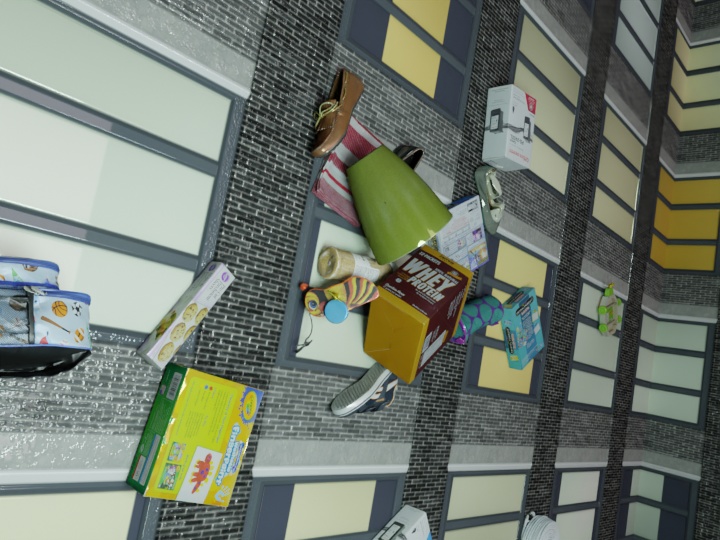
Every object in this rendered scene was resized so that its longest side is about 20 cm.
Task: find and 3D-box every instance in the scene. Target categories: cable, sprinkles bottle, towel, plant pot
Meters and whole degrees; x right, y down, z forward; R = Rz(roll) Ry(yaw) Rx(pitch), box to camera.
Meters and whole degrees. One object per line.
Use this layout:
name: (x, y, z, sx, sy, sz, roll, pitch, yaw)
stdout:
cable: (0.584, 0.903, 1.952, 0.199, 0.068, 0.203, 35, 68, -42)
sprinkles bottle: (0.000, 0.000, 1.282, 0.198, 0.067, 0.070, 13, 83, -46)
towel: (-0.017, -0.215, 1.277, 0.143, 0.023, 0.203, 34, 69, -39)
plant pot: (0.060, -0.147, 1.239, 0.187, 0.186, 0.202, -41, 102, -36)

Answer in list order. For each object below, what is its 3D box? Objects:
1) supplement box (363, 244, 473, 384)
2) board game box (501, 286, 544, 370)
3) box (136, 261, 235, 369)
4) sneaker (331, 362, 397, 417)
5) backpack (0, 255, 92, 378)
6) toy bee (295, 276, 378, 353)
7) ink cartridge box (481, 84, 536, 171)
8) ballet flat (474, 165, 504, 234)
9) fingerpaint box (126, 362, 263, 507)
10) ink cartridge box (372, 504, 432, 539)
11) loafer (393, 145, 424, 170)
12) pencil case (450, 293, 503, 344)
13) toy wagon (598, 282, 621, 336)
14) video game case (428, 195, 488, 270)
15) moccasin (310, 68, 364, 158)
supplement box: (0.125, 0.093, 1.317, 0.199, 0.132, 0.200, -39, 149, -38)
board game box: (0.490, 0.173, 1.822, 0.150, 0.046, 0.204, -31, 114, -41)
box: (-0.289, 0.071, 1.004, 0.201, 0.038, 0.042, -55, 129, -28)
sneaker: (0.020, 0.277, 1.314, 0.199, 0.078, 0.081, -33, 110, -42)
backpack: (-0.442, 0.068, 0.755, 0.189, 0.197, 0.157, 19, 66, -48)
toy bee: (-0.067, 0.059, 1.187, 0.198, 0.131, 0.110, -33, 88, -21)
ink cartridge box: (0.417, -0.394, 1.683, 0.144, 0.082, 0.204, 8, 86, -46)
ballet flat: (0.363, -0.190, 1.653, 0.067, 0.063, 0.203, -37, 119, -38)
fingerpaint box: (-0.273, 0.276, 1.010, 0.166, 0.073, 0.204, 28, 73, -43)
ink cartridge box: (0.083, 0.668, 1.412, 0.199, 0.067, 0.118, -30, 113, -41)
loafer: (0.079, -0.209, 1.354, 0.072, 0.062, 0.202, 48, 59, -34)
pencil case: (0.298, 0.128, 1.592, 0.198, 0.084, 0.094, -19, 90, -43)
toy wagon: (0.961, 0.148, 2.321, 0.154, 0.039, 0.204, -14, 102, -45)
video game case: (0.252, -0.080, 1.557, 0.199, 0.045, 0.185, -27, 110, -42)
moccasin: (-0.055, -0.316, 1.203, 0.077, 0.073, 0.204, 33, 72, -30)
